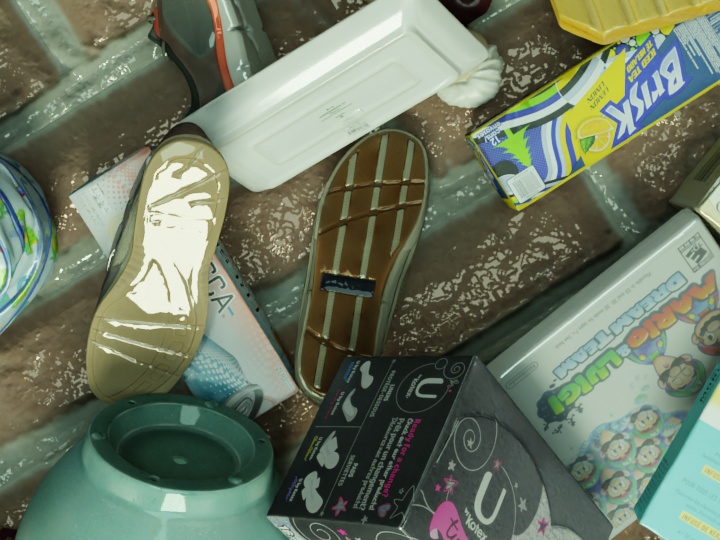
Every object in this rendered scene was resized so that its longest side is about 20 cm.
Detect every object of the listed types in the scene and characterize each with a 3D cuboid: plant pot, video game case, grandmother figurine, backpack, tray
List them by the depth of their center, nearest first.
[{"bbox_3d":[-0.124,0.164,0.937,0.200,0.200,0.135,12,112,-1],"label":"plant pot"},{"bbox_3d":[-0.019,-0.110,0.960,0.200,0.107,0.022,-28,59,21],"label":"tray"},{"bbox_3d":[0.045,-0.205,0.988,0.121,0.061,0.200,-11,105,43],"label":"grandmother figurine"},{"bbox_3d":[-0.302,-0.001,0.989,0.200,0.154,0.163,-29,88,-10],"label":"backpack"},{"bbox_3d":[0.190,0.081,1.001,0.200,0.024,0.182,-39,121,4],"label":"video game case"}]

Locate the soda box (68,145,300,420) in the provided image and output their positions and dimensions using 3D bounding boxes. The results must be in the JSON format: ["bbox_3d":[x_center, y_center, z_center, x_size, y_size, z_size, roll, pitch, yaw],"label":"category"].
[{"bbox_3d":[-0.119,0.013,1.016,0.068,0.064,0.200,-32,94,3],"label":"soda box"}]

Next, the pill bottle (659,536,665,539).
[{"bbox_3d":[0.315,0.180,1.000,0.199,0.110,0.110,3,95,-4],"label":"pill bottle"}]

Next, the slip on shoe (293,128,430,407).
[{"bbox_3d":[0.000,0.000,1.018,0.076,0.061,0.201,11,77,0],"label":"slip on shoe"}]

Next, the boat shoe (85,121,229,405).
[{"bbox_3d":[-0.130,-0.003,0.952,0.072,0.065,0.200,13,115,-9],"label":"boat shoe"}]

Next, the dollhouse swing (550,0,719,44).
[{"bbox_3d":[0.181,-0.280,0.923,0.199,0.182,0.176,-16,52,2],"label":"dollhouse swing"}]

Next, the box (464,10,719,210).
[{"bbox_3d":[0.172,-0.120,0.997,0.200,0.070,0.064,-32,93,3],"label":"box"}]

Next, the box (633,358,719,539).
[{"bbox_3d":[0.258,0.090,0.919,0.082,0.049,0.200,29,94,5],"label":"box"}]

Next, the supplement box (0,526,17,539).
[{"bbox_3d":[-0.197,0.269,1.020,0.199,0.103,0.131,13,95,0],"label":"supplement box"}]

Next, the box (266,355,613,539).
[{"bbox_3d":[0.058,0.164,0.939,0.200,0.115,0.132,50,52,-33],"label":"box"}]

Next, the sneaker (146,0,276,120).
[{"bbox_3d":[-0.118,-0.190,0.994,0.082,0.077,0.201,-15,85,21],"label":"sneaker"}]

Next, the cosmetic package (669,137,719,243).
[{"bbox_3d":[0.317,-0.010,0.991,0.200,0.104,0.073,39,95,-2],"label":"cosmetic package"}]
